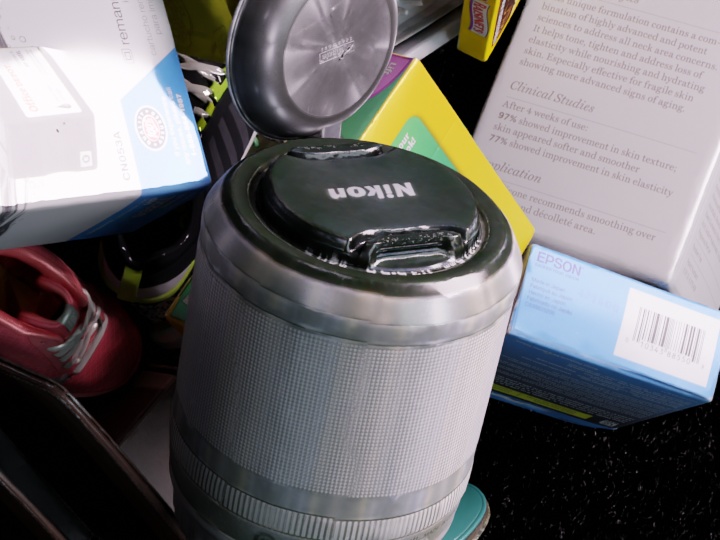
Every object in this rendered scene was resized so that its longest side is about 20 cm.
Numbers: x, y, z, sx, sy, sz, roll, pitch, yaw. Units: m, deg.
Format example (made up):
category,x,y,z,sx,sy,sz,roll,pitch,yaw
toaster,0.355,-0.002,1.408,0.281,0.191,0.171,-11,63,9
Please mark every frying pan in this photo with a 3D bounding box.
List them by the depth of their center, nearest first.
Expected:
category,x,y,z,sx,sy,sz,roll,pitch,yaw
frying pan,-0.031,-0.084,1.068,0.115,0.031,0.191,1,110,-48

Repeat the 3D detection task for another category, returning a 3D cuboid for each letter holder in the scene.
category,x,y,z,sx,sy,sz,roll,pitch,yaw
letter holder,-0.176,0.140,1.101,0.101,0.142,0.200,-54,137,-23

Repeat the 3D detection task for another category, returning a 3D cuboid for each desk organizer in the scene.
category,x,y,z,sx,sy,sz,roll,pitch,yaw
desk organizer,-0.088,0.150,1.224,0.077,0.072,0.200,-50,118,-23

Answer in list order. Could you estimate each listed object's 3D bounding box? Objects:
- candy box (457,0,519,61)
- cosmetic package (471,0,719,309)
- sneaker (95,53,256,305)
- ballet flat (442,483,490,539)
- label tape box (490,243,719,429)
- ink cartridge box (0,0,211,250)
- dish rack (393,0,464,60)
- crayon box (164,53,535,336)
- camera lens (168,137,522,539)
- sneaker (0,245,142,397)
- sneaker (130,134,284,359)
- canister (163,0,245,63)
category,x,y,z,sx,sy,sz,roll,pitch,yaw
candy box,0.096,-0.210,1.256,0.200,0.026,0.103,93,22,-74
cosmetic package,0.182,-0.081,1.406,0.201,0.167,0.166,-67,157,-9
sneaker,-0.094,-0.073,1.147,0.083,0.071,0.201,118,-14,-76
ballet flat,0.005,0.211,1.413,0.199,0.068,0.076,-27,144,-36
label tape box,0.137,0.050,1.375,0.143,0.200,0.066,19,77,-11
ink cartridge box,-0.188,-0.087,1.002,0.199,0.084,0.146,-9,81,-41
dish rack,0.040,-0.233,1.315,0.200,0.043,0.172,-37,129,-37
crayon box,0.000,0.000,1.215,0.200,0.058,0.173,-56,135,-17
camera lens,-0.012,0.046,1.044,0.160,0.160,0.201,-22,134,-44
sneaker,-0.174,0.027,1.111,0.200,0.086,0.074,35,76,-49
sneaker,-0.085,-0.051,1.212,0.089,0.077,0.201,40,66,-31
canister,-0.036,-0.205,1.123,0.200,0.148,0.087,-37,122,-23
